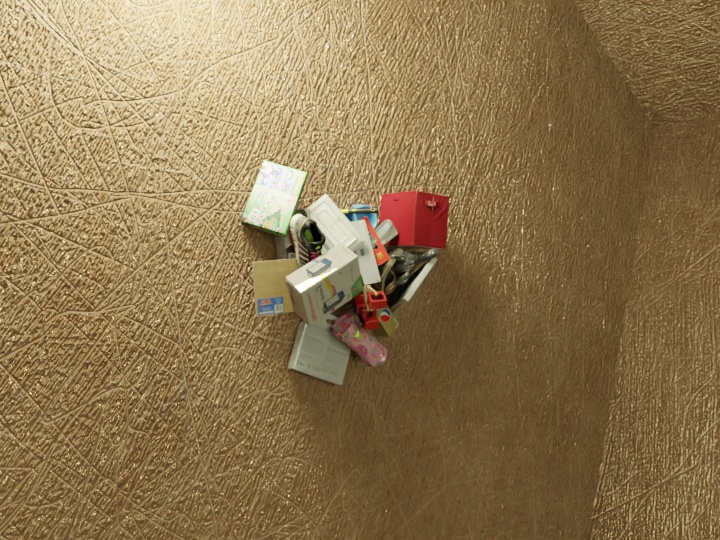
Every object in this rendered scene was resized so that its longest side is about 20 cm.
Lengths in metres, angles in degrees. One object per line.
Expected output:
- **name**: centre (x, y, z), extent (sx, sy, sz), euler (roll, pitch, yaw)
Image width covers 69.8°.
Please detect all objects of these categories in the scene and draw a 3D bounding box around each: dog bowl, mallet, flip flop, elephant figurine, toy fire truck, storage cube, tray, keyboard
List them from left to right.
- **tray**: centre (-0.085, -0.132, 1.563), extent (0.107, 0.022, 0.200), euler (-39, 79, -7)
- **mallet**: centre (-0.045, -0.193, 1.603), extent (0.041, 0.198, 0.066), euler (66, 17, -73)
- **dog bowl**: centre (-0.024, -0.155, 1.686), extent (0.199, 0.049, 0.112), euler (-22, 101, -39)
- **keyboard**: centre (0.012, -0.057, 1.581), extent (0.056, 0.011, 0.202), euler (-13, 81, -12)
- **toy fire truck**: centre (0.023, 0.097, 1.544), extent (0.048, 0.200, 0.142), euler (-5, 117, -15)
- **flip flop**: centre (0.083, 0.055, 1.619), extent (0.057, 0.081, 0.202), euler (14, 104, 3)
- **elephant figurine**: centre (0.129, -0.022, 1.706), extent (0.141, 0.199, 0.156), euler (31, 69, -34)
- **storage cube**: centre (0.182, -0.168, 1.765), extent (0.170, 0.199, 0.181), euler (3, 91, -40)

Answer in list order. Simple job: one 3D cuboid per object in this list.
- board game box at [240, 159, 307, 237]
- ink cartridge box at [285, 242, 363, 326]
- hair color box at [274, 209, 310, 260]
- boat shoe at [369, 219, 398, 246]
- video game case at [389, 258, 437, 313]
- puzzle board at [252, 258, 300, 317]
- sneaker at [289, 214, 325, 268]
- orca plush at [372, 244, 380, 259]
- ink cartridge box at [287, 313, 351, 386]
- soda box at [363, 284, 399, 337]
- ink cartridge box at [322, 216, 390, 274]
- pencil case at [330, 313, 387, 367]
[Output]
- **board game box**: centre (-0.244, -0.206, 1.472), extent (0.134, 0.029, 0.201), euler (17, 73, 2)
- **ink cartridge box**: centre (-0.098, 0.040, 1.448), extent (0.199, 0.087, 0.146), euler (-31, 138, -22)
- **hair color box**: centre (-0.197, -0.079, 1.531), extent (0.098, 0.060, 0.202), euler (-6, 91, -38)
- **boat shoe**: centre (0.041, -0.077, 1.678), extent (0.200, 0.074, 0.067), euler (-42, 106, 0)
- **video game case**: centre (0.168, 0.058, 1.752), extent (0.024, 0.182, 0.200), euler (39, 61, -1)
- **puzzle board**: centre (-0.212, 0.044, 1.468), extent (0.199, 0.017, 0.152), euler (-6, 96, -37)
- **sneaker**: centre (-0.136, -0.061, 1.454), extent (0.073, 0.087, 0.201), euler (-28, 113, -35)
- **orca plush**: centre (0.000, 0.000, 1.621), extent (0.199, 0.071, 0.106), euler (-29, 130, -12)
- **ink cartridge box**: centre (-0.114, 0.233, 1.592), extent (0.196, 0.043, 0.201), euler (28, 67, -36)
- **soda box**: centre (0.047, 0.126, 1.714), extent (0.064, 0.067, 0.201), euler (-46, 115, -31)
- **ink cartridge box**: centre (-0.030, -0.057, 1.587), extent (0.199, 0.050, 0.162), euler (-29, 85, -1)
- **pencil case**: centre (-0.003, 0.222, 1.607), extent (0.200, 0.087, 0.088), euler (45, 61, -30)
